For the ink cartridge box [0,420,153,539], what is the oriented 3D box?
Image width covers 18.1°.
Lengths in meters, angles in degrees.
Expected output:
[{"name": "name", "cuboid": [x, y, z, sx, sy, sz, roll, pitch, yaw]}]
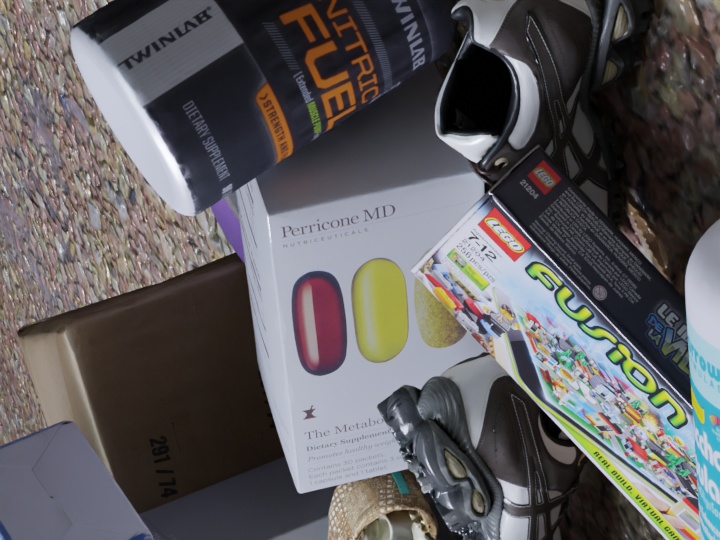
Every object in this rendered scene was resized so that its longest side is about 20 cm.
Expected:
[{"name": "ink cartridge box", "cuboid": [-0.156, 0.209, 1.284, 0.136, 0.076, 0.201, 44, 149, 53]}]

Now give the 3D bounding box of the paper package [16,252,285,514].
[{"name": "paper package", "cuboid": [-0.091, 0.098, 1.411, 0.103, 0.190, 0.201, -5, 104, 68]}]

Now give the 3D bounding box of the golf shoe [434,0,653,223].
[{"name": "golf shoe", "cuboid": [0.070, -0.064, 1.032, 0.078, 0.094, 0.200, 50, 151, 40]}]

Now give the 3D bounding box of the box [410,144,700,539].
[{"name": "box", "cuboid": [0.117, 0.045, 0.988, 0.200, 0.035, 0.110, 46, 155, 2]}]

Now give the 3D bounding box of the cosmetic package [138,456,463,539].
[{"name": "cosmetic package", "cuboid": [-0.030, 0.160, 1.302, 0.107, 0.199, 0.091, 23, 128, 62]}]

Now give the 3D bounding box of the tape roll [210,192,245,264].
[{"name": "tape roll", "cuboid": [-0.043, -0.091, 1.316, 0.200, 0.065, 0.201, 51, 151, 43]}]

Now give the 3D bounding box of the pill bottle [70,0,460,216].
[{"name": "pill bottle", "cuboid": [-0.028, -0.121, 1.064, 0.106, 0.200, 0.106, 53, 169, 15]}]

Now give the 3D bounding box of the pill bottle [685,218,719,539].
[{"name": "pill bottle", "cuboid": [0.178, 0.045, 0.838, 0.111, 0.110, 0.201, 35, 139, 56]}]

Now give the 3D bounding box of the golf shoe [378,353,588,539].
[{"name": "golf shoe", "cuboid": [0.086, 0.108, 1.150, 0.078, 0.094, 0.200, 54, 177, 35]}]

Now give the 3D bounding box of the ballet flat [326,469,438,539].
[{"name": "ballet flat", "cuboid": [0.005, 0.203, 1.232, 0.065, 0.070, 0.201, -146, 57, -67]}]

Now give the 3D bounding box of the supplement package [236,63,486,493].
[{"name": "supplement package", "cuboid": [0.000, 0.000, 1.170, 0.110, 0.113, 0.200, -110, 11, -46]}]
